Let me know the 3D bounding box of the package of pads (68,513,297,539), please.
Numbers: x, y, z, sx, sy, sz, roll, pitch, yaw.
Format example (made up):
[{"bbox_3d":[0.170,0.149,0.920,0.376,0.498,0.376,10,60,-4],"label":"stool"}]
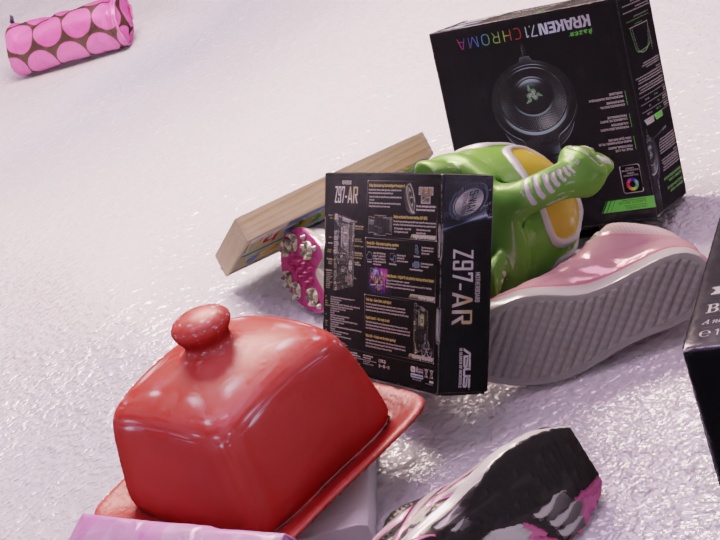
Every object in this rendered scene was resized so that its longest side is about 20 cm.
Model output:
[{"bbox_3d":[-0.120,0.225,1.075,0.200,0.076,0.121,-1,59,39],"label":"package of pads"}]

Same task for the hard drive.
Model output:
[{"bbox_3d":[-0.052,0.155,1.252,0.132,0.027,0.200,-17,26,9],"label":"hard drive"}]

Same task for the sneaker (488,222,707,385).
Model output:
[{"bbox_3d":[0.167,0.023,1.291,0.200,0.075,0.105,-20,18,6],"label":"sneaker"}]

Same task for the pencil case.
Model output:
[{"bbox_3d":[-0.428,-0.354,2.503,0.200,0.091,0.094,-9,14,20],"label":"pencil case"}]

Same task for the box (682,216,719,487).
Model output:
[{"bbox_3d":[0.327,0.033,1.087,0.196,0.118,0.200,-9,27,25],"label":"box"}]

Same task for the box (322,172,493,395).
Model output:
[{"bbox_3d":[0.031,0.005,1.288,0.043,0.161,0.200,0,3,-26],"label":"box"}]

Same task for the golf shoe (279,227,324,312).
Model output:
[{"bbox_3d":[0.000,0.000,1.489,0.091,0.075,0.200,-8,13,-31],"label":"golf shoe"}]

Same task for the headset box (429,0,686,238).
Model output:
[{"bbox_3d":[0.170,-0.126,1.444,0.174,0.200,0.093,-6,13,28],"label":"headset box"}]

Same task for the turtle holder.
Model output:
[{"bbox_3d":[0.112,-0.048,1.350,0.132,0.186,0.141,-20,51,-35],"label":"turtle holder"}]

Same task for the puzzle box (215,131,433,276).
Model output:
[{"bbox_3d":[-0.036,-0.060,1.578,0.200,0.025,0.133,-26,-7,-17],"label":"puzzle box"}]

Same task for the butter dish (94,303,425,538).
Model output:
[{"bbox_3d":[-0.091,0.092,1.204,0.199,0.148,0.200,7,37,44],"label":"butter dish"}]

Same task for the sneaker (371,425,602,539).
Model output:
[{"bbox_3d":[0.062,0.162,1.093,0.200,0.080,0.086,-28,14,-26],"label":"sneaker"}]
